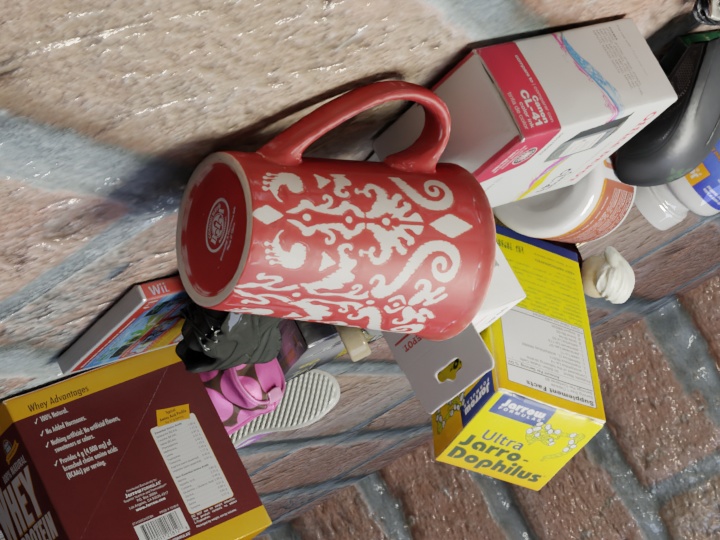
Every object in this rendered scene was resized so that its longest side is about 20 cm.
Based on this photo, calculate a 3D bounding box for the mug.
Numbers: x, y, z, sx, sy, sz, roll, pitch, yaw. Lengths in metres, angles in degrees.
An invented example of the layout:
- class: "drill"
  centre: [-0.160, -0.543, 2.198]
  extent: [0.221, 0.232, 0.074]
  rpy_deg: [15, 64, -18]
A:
- class: "mug"
  centre: [-0.022, -0.042, 1.159]
  extent: [0.199, 0.179, 0.133]
  rpy_deg: [4, 168, -34]

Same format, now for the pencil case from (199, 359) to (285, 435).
- class: "pencil case"
  centre: [-0.167, 0.147, 1.688]
  extent: [0.200, 0.094, 0.091]
  rpy_deg: [-36, 165, 30]

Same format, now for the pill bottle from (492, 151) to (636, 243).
- class: "pill bottle"
  centre: [0.192, -0.082, 1.494]
  extent: [0.112, 0.113, 0.200]
  rpy_deg: [-32, 167, 18]

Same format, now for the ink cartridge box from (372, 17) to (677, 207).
- class: "ink cartridge box"
  centre: [0.132, -0.118, 1.282]
  extent: [0.199, 0.086, 0.148]
  rpy_deg: [-16, 163, -41]

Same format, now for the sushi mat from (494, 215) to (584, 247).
- class: "sushi mat"
  centre: [0.133, -0.028, 1.629]
  extent: [0.199, 0.096, 0.012]
  rpy_deg: [-25, 148, -11]

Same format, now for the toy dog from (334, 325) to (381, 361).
- class: "toy dog"
  centre: [0.000, 0.000, 1.526]
  extent: [0.131, 0.097, 0.200]
  rpy_deg: [-21, 151, -19]

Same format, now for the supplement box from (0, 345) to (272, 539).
- class: "supplement box"
  centre: [-0.230, 0.204, 1.522]
  extent: [0.197, 0.201, 0.133]
  rpy_deg: [-19, 165, -36]

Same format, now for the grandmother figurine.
- class: "grandmother figurine"
  centre: [0.170, -0.012, 1.576]
  extent: [0.061, 0.199, 0.122]
  rpy_deg: [95, 13, -47]

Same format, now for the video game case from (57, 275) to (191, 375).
- class: "video game case"
  centre: [-0.155, 0.034, 1.430]
  extent: [0.200, 0.018, 0.143]
  rpy_deg: [-15, 162, -47]

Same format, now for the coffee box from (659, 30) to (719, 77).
- class: "coffee box"
  centre: [0.334, -0.173, 1.540]
  extent: [0.199, 0.044, 0.123]
  rpy_deg: [-16, 148, -45]

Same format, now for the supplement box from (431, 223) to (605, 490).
- class: "supplement box"
  centre: [0.130, 0.073, 1.424]
  extent: [0.108, 0.201, 0.110]
  rpy_deg: [19, 133, -20]

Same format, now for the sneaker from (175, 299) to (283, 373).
- class: "sneaker"
  centre: [-0.103, 0.030, 1.344]
  extent: [0.090, 0.076, 0.200]
  rpy_deg: [-19, 151, -27]

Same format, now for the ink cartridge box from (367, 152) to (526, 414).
- class: "ink cartridge box"
  centre: [0.059, 0.004, 1.341]
  extent: [0.068, 0.201, 0.116]
  rpy_deg: [-19, 165, -36]

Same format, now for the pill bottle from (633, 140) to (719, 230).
- class: "pill bottle"
  centre: [0.385, -0.128, 1.730]
  extent: [0.200, 0.112, 0.112]
  rpy_deg: [-35, 166, 27]

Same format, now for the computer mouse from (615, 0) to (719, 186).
- class: "computer mouse"
  centre: [0.295, -0.148, 1.398]
  extent: [0.138, 0.053, 0.201]
  rpy_deg: [2, 125, -52]

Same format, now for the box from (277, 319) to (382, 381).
- class: "box"
  centre: [-0.017, 0.053, 1.709]
  extent: [0.158, 0.049, 0.200]
  rpy_deg: [-24, 171, -20]

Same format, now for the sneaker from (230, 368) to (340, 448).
- class: "sneaker"
  centre: [-0.111, 0.169, 1.974]
  extent: [0.200, 0.073, 0.114]
  rpy_deg: [-20, 173, 11]
